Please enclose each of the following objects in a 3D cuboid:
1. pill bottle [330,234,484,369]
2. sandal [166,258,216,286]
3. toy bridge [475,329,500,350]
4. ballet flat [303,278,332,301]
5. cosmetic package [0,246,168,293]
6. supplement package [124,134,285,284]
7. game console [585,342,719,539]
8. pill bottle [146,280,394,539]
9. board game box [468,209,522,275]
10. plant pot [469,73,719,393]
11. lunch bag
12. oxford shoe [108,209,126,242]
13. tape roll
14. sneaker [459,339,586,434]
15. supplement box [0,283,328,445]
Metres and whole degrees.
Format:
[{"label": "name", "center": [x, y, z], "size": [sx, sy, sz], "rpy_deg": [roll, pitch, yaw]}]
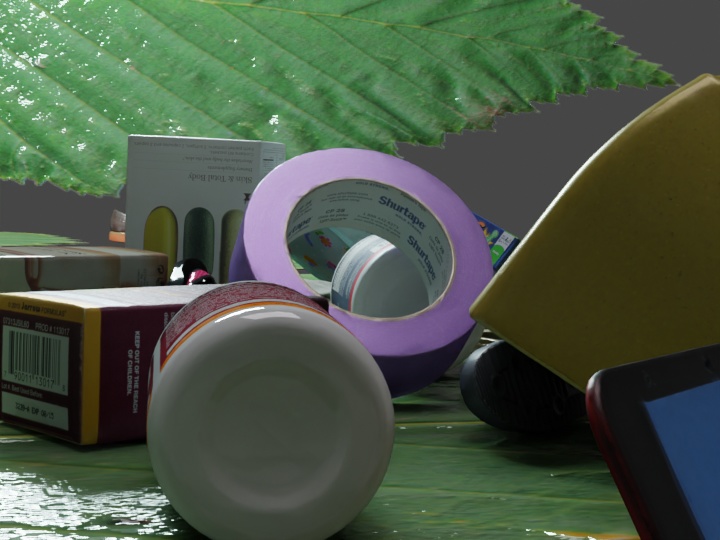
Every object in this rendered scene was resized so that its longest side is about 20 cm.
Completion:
[{"label": "pill bottle", "center": [0.036, 0.025, 1.233], "size": [0.119, 0.120, 0.200], "rpy_deg": [2, 4, -10]}, {"label": "sandal", "center": [-0.157, 0.034, 1.280], "size": [0.045, 0.075, 0.200], "rpy_deg": [-13, 11, 5]}, {"label": "toy bridge", "center": [0.134, 0.071, 1.308], "size": [0.067, 0.027, 0.200], "rpy_deg": [0, 5, -11]}, {"label": "ballet flat", "center": [-0.017, 0.043, 1.386], "size": [0.200, 0.070, 0.069], "rpy_deg": [5, 2, -44]}, {"label": "cosmetic package", "center": [-0.284, 0.023, 1.244], "size": [0.103, 0.087, 0.200], "rpy_deg": [7, 6, 36]}, {"label": "supplement package", "center": [-0.174, -0.049, 1.521], "size": [0.151, 0.200, 0.151], "rpy_deg": [3, 5, 6]}, {"label": "game console", "center": [0.185, 0.093, 0.441], "size": [0.172, 0.119, 0.200], "rpy_deg": [6, 5, 34]}, {"label": "pill bottle", "center": [-0.052, 0.064, 0.689], "size": [0.113, 0.113, 0.200], "rpy_deg": [2, 5, -9]}, {"label": "board game box", "center": [0.141, 0.010, 1.216], "size": [0.200, 0.034, 0.135], "rpy_deg": [40, -4, -41]}, {"label": "plant pot", "center": [0.216, -0.010, 0.851], "size": [0.194, 0.200, 0.195], "rpy_deg": [33, 12, 12]}, {"label": "lunch bag", "center": [0.028, -0.017, 1.553], "size": [0.200, 0.122, 0.170], "rpy_deg": [40, -20, -9]}, {"label": "oxford shoe", "center": [-0.412, -0.090, 2.760], "size": [0.200, 0.073, 0.071], "rpy_deg": [2, 4, -14]}, {"label": "tape roll", "center": [0.000, 0.000, 1.056], "size": [0.200, 0.200, 0.066], "rpy_deg": [2, -36, -16]}, {"label": "sneaker", "center": [0.118, 0.084, 0.971], "size": [0.082, 0.070, 0.200], "rpy_deg": [-15, -11, 38]}, {"label": "supplement box", "center": [-0.130, 0.057, 0.900], "size": [0.200, 0.086, 0.110], "rpy_deg": [-1, 5, -44]}]
